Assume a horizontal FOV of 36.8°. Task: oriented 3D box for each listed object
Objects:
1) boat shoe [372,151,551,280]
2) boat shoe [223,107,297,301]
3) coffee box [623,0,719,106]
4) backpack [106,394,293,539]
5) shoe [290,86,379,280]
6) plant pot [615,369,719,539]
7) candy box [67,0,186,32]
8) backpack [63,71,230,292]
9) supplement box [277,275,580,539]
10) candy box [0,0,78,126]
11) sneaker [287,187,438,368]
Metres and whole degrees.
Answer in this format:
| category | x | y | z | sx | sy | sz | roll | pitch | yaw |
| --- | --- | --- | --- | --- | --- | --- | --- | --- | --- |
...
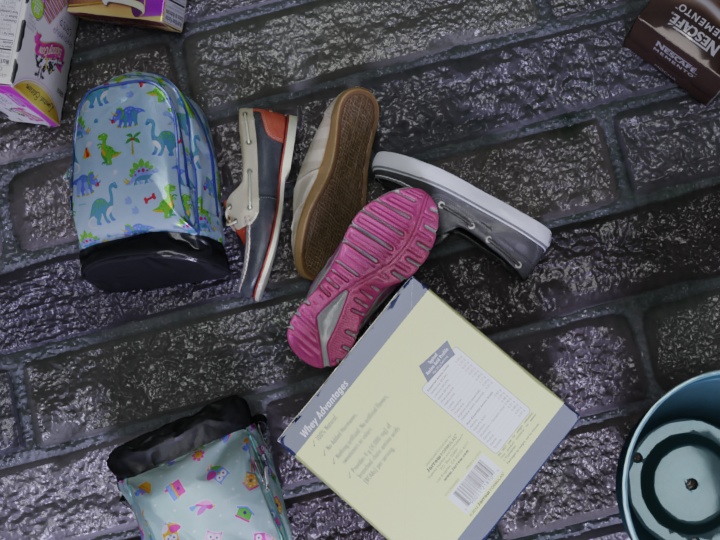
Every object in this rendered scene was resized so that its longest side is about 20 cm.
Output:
| category | x | y | z | sx | sy | sz | roll | pitch | yaw |
| --- | --- | --- | --- | --- | --- | --- | --- | --- | --- |
| boat shoe | 0.094 | -0.052 | 1.095 | 0.198 | 0.070 | 0.067 | 27 | 82 | 0 |
| boat shoe | -0.108 | -0.069 | 1.102 | 0.062 | 0.071 | 0.203 | 10 | 76 | -9 |
| coffee box | 0.376 | -0.287 | 1.104 | 0.113 | 0.080 | 0.201 | 37 | 85 | 7 |
| backpack | -0.143 | 0.238 | 1.031 | 0.165 | 0.127 | 0.202 | -23 | 83 | -4 |
| shoe | -0.029 | -0.089 | 1.117 | 0.069 | 0.053 | 0.203 | 17 | 89 | -32 |
| plant pot | 0.318 | 0.198 | 0.977 | 0.197 | 0.188 | 0.203 | 0 | 80 | 3 |
| candy box | -0.235 | -0.361 | 1.139 | 0.115 | 0.056 | 0.203 | 10 | 93 | 15 |
| backpack | -0.216 | -0.096 | 1.090 | 0.161 | 0.154 | 0.203 | -5 | 66 | 19 |
| supplement box | 0.064 | 0.150 | 1.027 | 0.199 | 0.134 | 0.201 | 40 | 85 | 8 |
| candy box | -0.342 | -0.266 | 1.117 | 0.060 | 0.136 | 0.203 | 8 | 82 | 6 |
| sneaker | 0.000 | 0.000 | 1.072 | 0.081 | 0.088 | 0.201 | 40 | 93 | -5 |
